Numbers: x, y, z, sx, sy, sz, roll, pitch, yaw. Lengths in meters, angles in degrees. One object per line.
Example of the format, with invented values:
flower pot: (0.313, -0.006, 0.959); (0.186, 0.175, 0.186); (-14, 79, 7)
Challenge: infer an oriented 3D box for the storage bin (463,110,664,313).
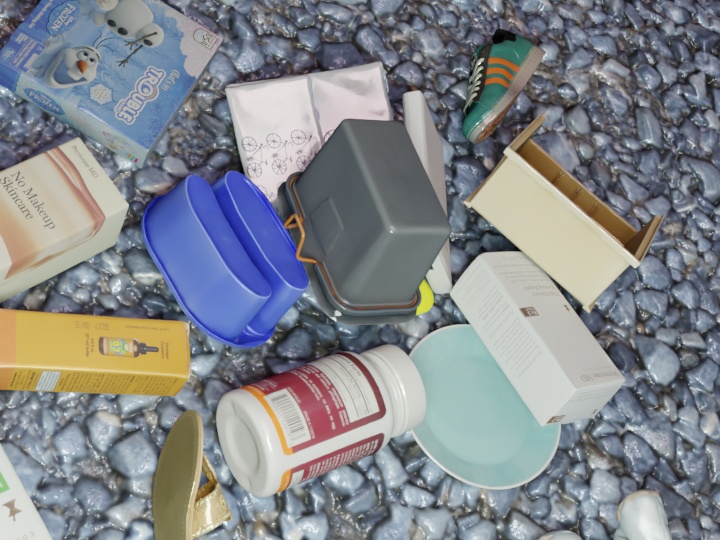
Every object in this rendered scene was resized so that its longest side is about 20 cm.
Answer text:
storage bin: (0.250, -0.076, 1.685); (0.200, 0.094, 0.199); (41, 29, 3)

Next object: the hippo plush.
hippo plush: (0.263, 0.344, 1.481); (0.160, 0.159, 0.200); (-16, 49, 2)

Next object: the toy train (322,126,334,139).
toy train: (-0.026, -0.154, 1.680); (0.200, 0.042, 0.056); (45, 44, 5)

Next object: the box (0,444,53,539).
box: (-0.391, 0.252, 1.187); (0.199, 0.200, 0.172); (-25, 76, -34)

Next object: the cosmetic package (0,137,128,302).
cosmetic package: (-0.353, -0.043, 1.442); (0.200, 0.087, 0.103); (-32, 77, -34)

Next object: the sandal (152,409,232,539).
sandal: (-0.161, 0.249, 1.380); (0.070, 0.078, 0.212); (23, 59, -34)

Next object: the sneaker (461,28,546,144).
sneaker: (0.165, -0.239, 1.797); (0.080, 0.071, 0.200); (34, 49, 3)

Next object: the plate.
plate: (0.133, 0.155, 1.579); (0.200, 0.026, 0.201); (11, 59, -19)

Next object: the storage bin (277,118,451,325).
storage bin: (0.003, -0.063, 1.494); (0.145, 0.134, 0.200); (-1, 53, -32)

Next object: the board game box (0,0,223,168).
board game box: (-0.289, -0.245, 1.613); (0.199, 0.043, 0.200); (31, 54, -6)

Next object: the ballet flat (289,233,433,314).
ballet flat: (0.000, 0.000, 1.584); (0.199, 0.067, 0.067); (18, 55, -14)

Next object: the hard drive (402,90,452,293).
hard drive: (0.079, -0.091, 1.639); (0.027, 0.132, 0.201); (-8, 60, 12)

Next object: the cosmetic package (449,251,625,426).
cosmetic package: (0.200, 0.074, 1.589); (0.102, 0.074, 0.200); (-4, 49, -46)

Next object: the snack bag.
snack bag: (-0.044, -0.147, 1.634); (0.199, 0.021, 0.189); (-10, 74, -12)

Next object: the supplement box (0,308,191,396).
supplement box: (-0.275, 0.086, 1.416); (0.199, 0.069, 0.067); (4, 61, -20)

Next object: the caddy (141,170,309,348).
caddy: (-0.151, -0.012, 1.505); (0.141, 0.105, 0.200); (-11, 65, -53)

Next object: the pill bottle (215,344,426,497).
pill bottle: (-0.038, 0.150, 1.452); (0.200, 0.114, 0.114); (-17, 70, -31)
